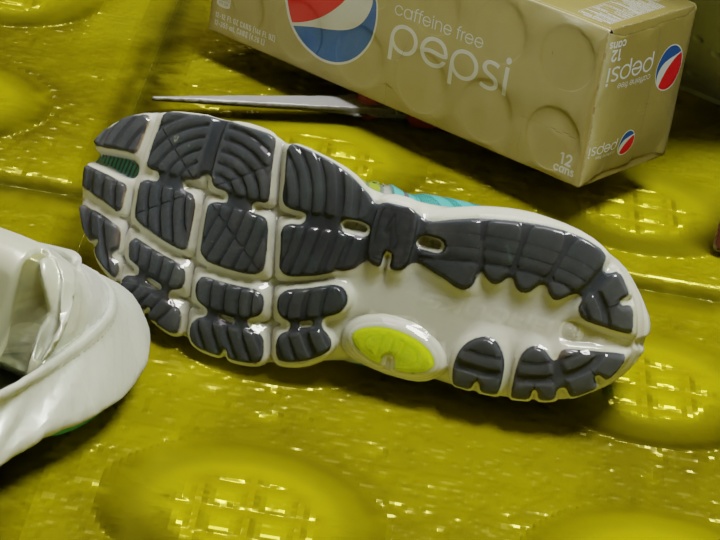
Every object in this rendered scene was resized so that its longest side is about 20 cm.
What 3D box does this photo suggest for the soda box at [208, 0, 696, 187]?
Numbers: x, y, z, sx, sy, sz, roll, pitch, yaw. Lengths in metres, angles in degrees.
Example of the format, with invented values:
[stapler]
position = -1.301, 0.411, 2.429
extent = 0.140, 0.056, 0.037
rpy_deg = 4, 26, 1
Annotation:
[soda box]
position = 0.034, -0.103, 1.058
extent = 0.199, 0.068, 0.064
rpy_deg = 26, 29, 33

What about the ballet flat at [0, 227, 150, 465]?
[ballet flat]
position = -0.118, 0.025, 0.773
extent = 0.069, 0.070, 0.200
rpy_deg = 19, 27, 19

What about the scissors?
[scissors]
position = 0.018, -0.066, 1.068
extent = 0.199, 0.014, 0.073
rpy_deg = -5, 30, -31

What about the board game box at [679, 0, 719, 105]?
[board game box]
position = 0.096, -0.152, 1.094
extent = 0.199, 0.200, 0.026
rpy_deg = 26, 70, 31

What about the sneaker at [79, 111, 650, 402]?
[sneaker]
position = 0.000, 0.000, 0.883
extent = 0.199, 0.078, 0.080
rpy_deg = 18, 7, 7

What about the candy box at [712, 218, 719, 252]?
[candy box]
position = 0.234, -0.043, 1.048
extent = 0.116, 0.057, 0.200
rpy_deg = 20, 29, 22
